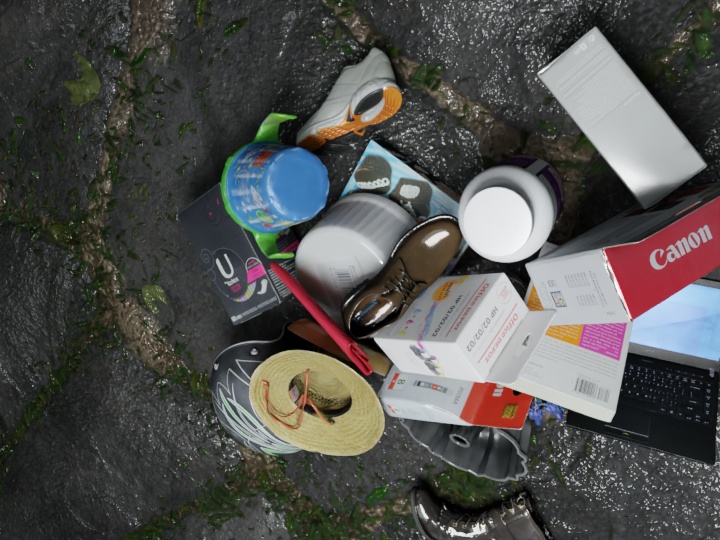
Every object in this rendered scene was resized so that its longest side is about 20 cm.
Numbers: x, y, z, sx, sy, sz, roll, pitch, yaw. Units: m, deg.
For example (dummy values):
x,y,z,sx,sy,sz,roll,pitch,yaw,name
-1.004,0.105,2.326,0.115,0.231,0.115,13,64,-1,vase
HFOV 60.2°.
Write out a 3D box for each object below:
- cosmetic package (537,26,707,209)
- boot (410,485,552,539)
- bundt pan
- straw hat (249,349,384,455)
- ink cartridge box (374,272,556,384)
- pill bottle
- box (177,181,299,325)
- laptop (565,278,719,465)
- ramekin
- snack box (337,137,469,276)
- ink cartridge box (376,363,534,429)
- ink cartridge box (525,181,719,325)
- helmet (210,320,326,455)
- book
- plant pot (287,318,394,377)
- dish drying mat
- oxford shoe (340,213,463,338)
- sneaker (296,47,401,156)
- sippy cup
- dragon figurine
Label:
x,y,z,sx,sy,sz,roll,pitch,yaw,name
0.308,-0.180,0.735,0.090,0.107,0.201,-36,87,26,cosmetic package
0.193,0.390,0.976,0.173,0.069,0.201,-37,95,25,boot
0.157,0.215,0.896,0.200,0.076,0.203,24,146,17,bundt pan
-0.050,0.159,0.864,0.198,0.085,0.203,10,124,15,straw hat
0.121,0.066,0.753,0.068,0.115,0.199,50,152,-21,ink cartridge box
0.186,-0.077,0.764,0.111,0.200,0.114,7,107,22,pill bottle
-0.178,-0.036,0.985,0.121,0.106,0.202,-26,93,36,box
0.370,0.111,0.789,0.175,0.202,0.104,11,146,21,laptop
0.000,0.000,0.900,0.198,0.098,0.203,18,126,26,ramekin
0.072,-0.087,0.904,0.199,0.037,0.117,37,118,10,snack box
0.134,0.120,0.804,0.198,0.163,0.050,-8,128,44,ink cartridge box
0.318,-0.019,0.685,0.085,0.198,0.175,65,160,-3,ink cartridge box
-0.136,0.192,0.987,0.197,0.190,0.203,8,111,22,helmet
0.261,0.069,0.760,0.132,0.201,0.048,18,145,17,book
-0.014,0.115,0.926,0.198,0.200,0.028,24,86,16,plant pot
-0.053,0.058,0.826,0.018,0.077,0.200,-43,48,-4,dish drying mat
0.057,0.015,0.772,0.072,0.085,0.200,39,103,-14,oxford shoe
-0.020,-0.239,0.895,0.199,0.075,0.093,-24,62,40,sneaker
-0.111,-0.117,0.867,0.130,0.139,0.179,10,134,59,sippy cup
0.241,0.106,0.848,0.058,0.099,0.203,-11,100,25,dragon figurine
